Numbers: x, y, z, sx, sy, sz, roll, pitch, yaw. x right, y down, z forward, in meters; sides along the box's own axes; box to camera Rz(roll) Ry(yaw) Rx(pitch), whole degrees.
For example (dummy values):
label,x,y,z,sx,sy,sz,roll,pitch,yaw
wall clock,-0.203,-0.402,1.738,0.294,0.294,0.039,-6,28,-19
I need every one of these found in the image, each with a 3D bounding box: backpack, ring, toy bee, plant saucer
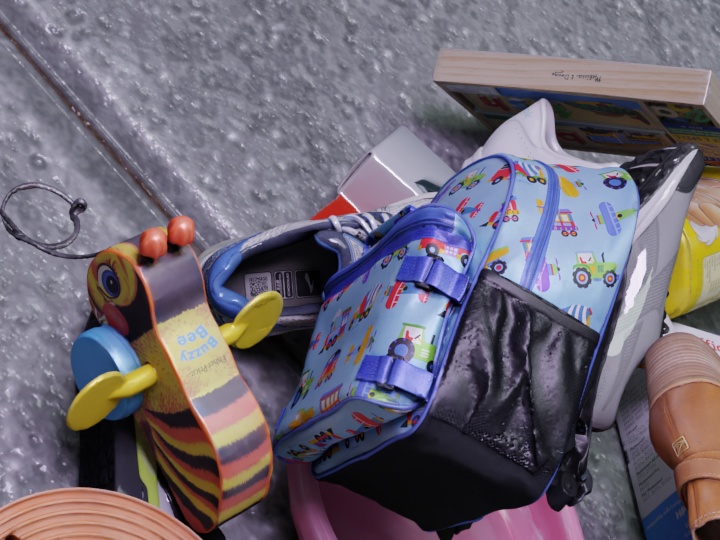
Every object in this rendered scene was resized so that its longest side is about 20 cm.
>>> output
label,x,y,z,sx,sy,sz,roll,pitch,yaw
backpack,0.058,0.023,1.053,0.134,0.182,0.202,27,69,-14
ring,-0.127,0.202,0.944,0.199,0.019,0.202,15,63,-32
toy bee,-0.105,0.028,0.985,0.200,0.109,0.131,40,52,-4
plant saucer,0.038,0.147,1.145,0.199,0.051,0.202,24,42,-23

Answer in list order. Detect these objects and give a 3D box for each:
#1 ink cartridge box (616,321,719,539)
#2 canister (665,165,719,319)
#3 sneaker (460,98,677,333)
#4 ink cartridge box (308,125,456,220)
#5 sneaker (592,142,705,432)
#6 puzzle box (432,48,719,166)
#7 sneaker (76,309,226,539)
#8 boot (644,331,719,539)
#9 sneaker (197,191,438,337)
label,x,y,z,sx,sy,sz,roll,pitch,yaw
ink cartridge box,0.236,0.108,1.334,0.115,0.068,0.201,16,45,-30
canister,0.229,-0.032,1.400,0.199,0.148,0.088,-19,112,-44
sneaker,0.151,-0.025,1.293,0.200,0.089,0.075,51,20,20
ink cartridge box,0.067,0.003,1.268,0.200,0.044,0.174,43,19,0
sneaker,0.160,0.008,1.230,0.079,0.074,0.201,38,70,-22
puzzle box,0.163,-0.109,1.361,0.133,0.198,0.026,31,71,-58
sneaker,-0.104,0.079,1.073,0.082,0.072,0.202,14,57,-25
boot,0.241,0.140,1.171,0.199,0.074,0.155,32,30,-25
sneaker,0.000,0.000,1.150,0.198,0.085,0.078,-14,86,-6
